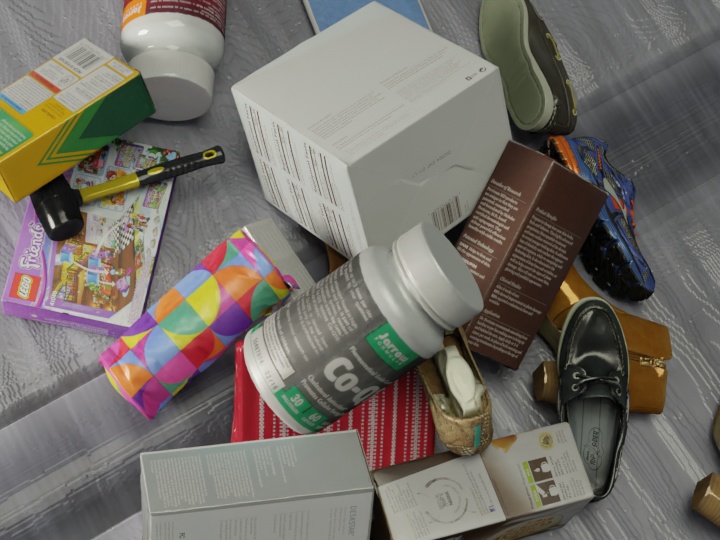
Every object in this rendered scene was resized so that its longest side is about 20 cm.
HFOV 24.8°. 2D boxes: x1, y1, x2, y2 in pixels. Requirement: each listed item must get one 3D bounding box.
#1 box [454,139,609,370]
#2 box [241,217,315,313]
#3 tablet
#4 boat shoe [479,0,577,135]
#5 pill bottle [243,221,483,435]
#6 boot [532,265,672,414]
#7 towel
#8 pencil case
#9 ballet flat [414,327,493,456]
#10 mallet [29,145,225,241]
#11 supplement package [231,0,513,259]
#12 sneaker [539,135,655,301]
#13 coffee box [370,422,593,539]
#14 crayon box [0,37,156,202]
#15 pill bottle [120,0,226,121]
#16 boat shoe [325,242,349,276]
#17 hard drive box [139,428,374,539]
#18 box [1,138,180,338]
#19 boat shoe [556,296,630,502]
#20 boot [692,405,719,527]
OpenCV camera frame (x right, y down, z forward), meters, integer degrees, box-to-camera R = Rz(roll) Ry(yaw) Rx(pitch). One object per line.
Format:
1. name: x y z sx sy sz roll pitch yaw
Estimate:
1. box: 0.149 -0.014 1.606 0.075 0.100 0.201 33 96 45
2. box: -0.057 0.040 1.626 0.041 0.039 0.201 -21 70 -45
3. tablet: -0.005 -0.312 1.811 0.129 0.014 0.202 -15 71 -16
4. boat shoe: 0.182 -0.230 1.782 0.060 0.072 0.203 12 52 -35
5. pill bottle: 0.003 0.050 1.461 0.199 0.113 0.114 -35 73 16
6. boot: 0.245 0.049 1.673 0.143 0.071 0.203 4 71 -14
7. towel: -0.025 0.134 1.567 0.198 0.022 0.146 -1 102 -10
8. pencil case: -0.153 0.052 1.561 0.200 0.088 0.089 -40 77 -6
9. ballet flat: 0.076 0.074 1.519 0.070 0.065 0.201 -17 61 -17
10. mallet: -0.224 -0.079 1.613 0.198 0.041 0.066 -12 67 -17
11. supplement package: 0.015 -0.132 1.619 0.191 0.148 0.200 -33 43 -21
12. sneaker: 0.263 -0.062 1.718 0.078 0.075 0.201 -17 72 -20
13. coffee box: 0.103 0.216 1.542 0.198 0.115 0.080 -12 68 -16
14. crayon box: -0.315 -0.141 1.600 0.199 0.052 0.126 -35 39 -18
15. pill bottle: -0.193 -0.266 1.703 0.108 0.110 0.202 5 65 -8
16. boat shoe: 0.000 0.000 1.639 0.070 0.071 0.201 -5 42 15
17. hard drive box: -0.095 0.233 1.469 0.198 0.157 0.077 -4 39 -12
18. box: -0.265 -0.039 1.629 0.135 0.039 0.202 12 65 -4
19. boat shoe: 0.226 0.128 1.585 0.074 0.066 0.202 7 94 -3
20. boot: 0.423 0.190 1.636 0.143 0.071 0.202 27 68 -5
